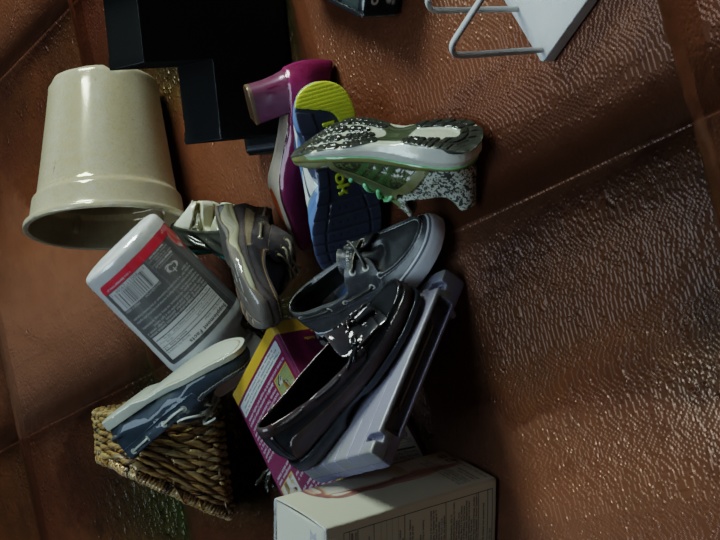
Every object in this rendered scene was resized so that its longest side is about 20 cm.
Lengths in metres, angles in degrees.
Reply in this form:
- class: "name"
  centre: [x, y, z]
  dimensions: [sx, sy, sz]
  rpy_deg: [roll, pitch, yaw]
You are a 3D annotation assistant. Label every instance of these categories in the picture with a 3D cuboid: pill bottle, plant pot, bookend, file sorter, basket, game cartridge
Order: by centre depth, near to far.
- class: "file sorter"
  centre: [0.102, -0.291, 1.264]
  dimensions: [0.139, 0.124, 0.201]
  rpy_deg: [-54, 54, 45]
- class: "game cartridge"
  centre: [0.021, 0.101, 1.444]
  dimensions: [0.129, 0.038, 0.201]
  rpy_deg: [-30, 32, 57]
- class: "bookend"
  centre: [-0.177, -0.215, 1.614]
  dimensions: [0.092, 0.197, 0.202]
  rpy_deg: [-1, 97, 53]
- class: "pill bottle"
  centre: [-0.201, 0.044, 1.720]
  dimensions: [0.200, 0.111, 0.110]
  rpy_deg: [47, 145, -11]
- class: "basket"
  centre: [-0.238, 0.226, 1.809]
  dimensions: [0.200, 0.141, 0.151]
  rpy_deg: [172, 91, -72]
- class: "plant pot"
  centre: [-0.304, -0.138, 1.845]
  dimensions: [0.200, 0.199, 0.186]
  rpy_deg: [-22, 68, 54]

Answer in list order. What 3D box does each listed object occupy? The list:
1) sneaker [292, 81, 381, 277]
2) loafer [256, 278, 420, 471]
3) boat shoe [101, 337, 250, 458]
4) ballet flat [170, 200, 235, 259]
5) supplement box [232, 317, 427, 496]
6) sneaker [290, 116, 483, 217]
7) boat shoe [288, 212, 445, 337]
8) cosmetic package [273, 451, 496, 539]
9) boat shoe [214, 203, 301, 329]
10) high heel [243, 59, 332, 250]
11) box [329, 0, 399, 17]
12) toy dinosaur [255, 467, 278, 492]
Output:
- class: "sneaker"
  centre: [-0.025, -0.094, 1.536]
  dimensions: [0.082, 0.073, 0.202]
  rpy_deg: [-128, 29, -71]
- class: "loafer"
  centre: [-0.020, 0.088, 1.419]
  dimensions: [0.201, 0.063, 0.072]
  rpy_deg: [-56, 22, -3]
- class: "boat shoe"
  centre: [-0.190, 0.140, 1.654]
  dimensions: [0.199, 0.075, 0.062]
  rpy_deg: [-32, 98, 19]
- class: "ballet flat"
  centre: [-0.163, -0.044, 1.756]
  dimensions: [0.199, 0.068, 0.069]
  rpy_deg: [7, 93, 44]
- class: "supplement box"
  centre: [-0.032, 0.160, 1.570]
  dimensions: [0.201, 0.102, 0.131]
  rpy_deg: [61, 140, 28]
- class: "sneaker"
  centre: [0.024, -0.088, 1.427]
  dimensions: [0.198, 0.077, 0.089]
  rpy_deg: [5, 119, 30]
- class: "boat shoe"
  centre: [0.000, 0.000, 1.490]
  dimensions: [0.200, 0.066, 0.070]
  rpy_deg: [-36, 41, 43]
- class: "cosmetic package"
  centre: [0.024, 0.245, 1.423]
  dimensions: [0.087, 0.199, 0.105]
  rpy_deg: [20, 113, 50]
- class: "boat shoe"
  centre: [-0.101, -0.015, 1.592]
  dimensions: [0.201, 0.073, 0.075]
  rpy_deg: [-114, 12, -52]
- class: "high heel"
  centre: [-0.052, -0.118, 1.602]
  dimensions: [0.068, 0.095, 0.201]
  rpy_deg: [-123, 17, -56]
- class: "box"
  centre: [-0.011, -0.362, 1.477]
  dimensions: [0.159, 0.046, 0.202]
  rpy_deg: [37, 126, 45]
- class: "toy dinosaur"
  centre: [-0.066, 0.221, 1.684]
  dimensions: [0.200, 0.047, 0.089]
  rpy_deg: [50, 120, 38]
